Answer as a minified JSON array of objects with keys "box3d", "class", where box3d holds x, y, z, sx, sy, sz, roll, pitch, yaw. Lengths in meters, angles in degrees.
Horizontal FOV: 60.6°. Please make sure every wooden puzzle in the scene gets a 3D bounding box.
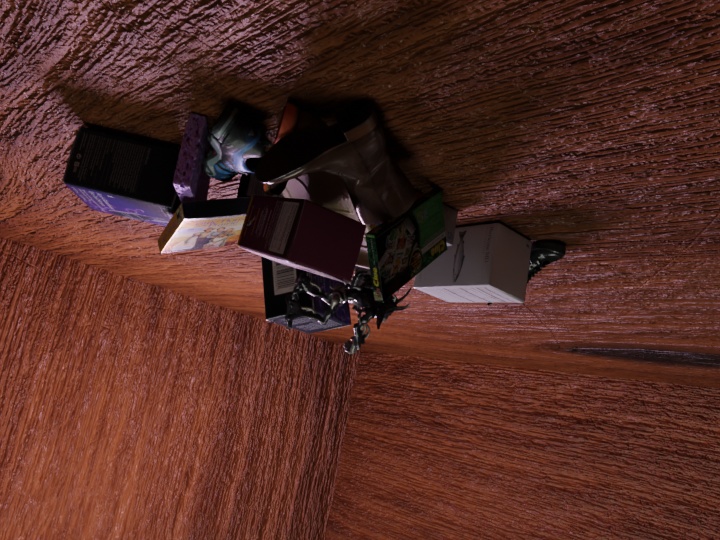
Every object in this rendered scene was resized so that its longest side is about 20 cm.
[{"box3d":[-0.050,-0.105,0.998,0.182,0.046,0.204,14,138,43],"class":"wooden puzzle"}]

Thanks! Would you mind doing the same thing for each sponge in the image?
[{"box3d":[-0.269,-0.160,1.008,0.029,0.116,0.200,10,168,-7],"class":"sponge"}]

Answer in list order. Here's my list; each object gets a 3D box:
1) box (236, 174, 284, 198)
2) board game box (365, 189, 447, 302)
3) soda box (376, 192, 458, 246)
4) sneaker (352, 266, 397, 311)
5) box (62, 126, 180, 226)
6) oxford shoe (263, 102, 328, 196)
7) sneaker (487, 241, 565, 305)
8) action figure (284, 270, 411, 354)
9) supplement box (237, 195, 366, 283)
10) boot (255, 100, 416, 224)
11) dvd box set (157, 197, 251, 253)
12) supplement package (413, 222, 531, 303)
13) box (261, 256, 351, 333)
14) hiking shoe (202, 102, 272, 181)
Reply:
[{"box3d":[-0.175,-0.128,1.154,0.097,0.078,0.200,13,166,-7],"class":"box"},{"box3d":[0.076,-0.043,0.958,0.023,0.108,0.199,6,-153,36],"class":"board game box"},{"box3d":[0.073,-0.100,1.054,0.195,0.066,0.068,20,165,-30],"class":"soda box"},{"box3d":[0.000,0.000,1.086,0.076,0.145,0.197,20,169,-38],"class":"sneaker"},{"box3d":[-0.405,-0.161,1.118,0.193,0.108,0.148,13,167,-1],"class":"box"},{"box3d":[-0.097,-0.158,0.894,0.070,0.073,0.200,16,158,-11],"class":"oxford shoe"},{"box3d":[0.311,0.009,1.199,0.059,0.108,0.198,19,166,-30],"class":"sneaker"},{"box3d":[-0.016,0.057,0.982,0.192,0.122,0.104,5,140,8],"class":"action figure"},{"box3d":[-0.092,-0.050,0.912,0.108,0.088,0.198,20,177,-32],"class":"supplement box"},{"box3d":[-0.026,-0.116,0.856,0.181,0.066,0.201,-23,145,9],"class":"boot"},{"box3d":[-0.260,-0.077,1.066,0.142,0.030,0.199,-9,170,-32],"class":"dvd box set"},{"box3d":[0.212,-0.010,1.183,0.115,0.121,0.197,21,164,-37],"class":"supplement package"},{"box3d":[-0.102,0.029,1.193,0.101,0.153,0.199,-12,165,18],"class":"box"},{"box3d":[-0.187,-0.169,0.936,0.086,0.076,0.200,35,165,-6],"class":"hiking shoe"}]
